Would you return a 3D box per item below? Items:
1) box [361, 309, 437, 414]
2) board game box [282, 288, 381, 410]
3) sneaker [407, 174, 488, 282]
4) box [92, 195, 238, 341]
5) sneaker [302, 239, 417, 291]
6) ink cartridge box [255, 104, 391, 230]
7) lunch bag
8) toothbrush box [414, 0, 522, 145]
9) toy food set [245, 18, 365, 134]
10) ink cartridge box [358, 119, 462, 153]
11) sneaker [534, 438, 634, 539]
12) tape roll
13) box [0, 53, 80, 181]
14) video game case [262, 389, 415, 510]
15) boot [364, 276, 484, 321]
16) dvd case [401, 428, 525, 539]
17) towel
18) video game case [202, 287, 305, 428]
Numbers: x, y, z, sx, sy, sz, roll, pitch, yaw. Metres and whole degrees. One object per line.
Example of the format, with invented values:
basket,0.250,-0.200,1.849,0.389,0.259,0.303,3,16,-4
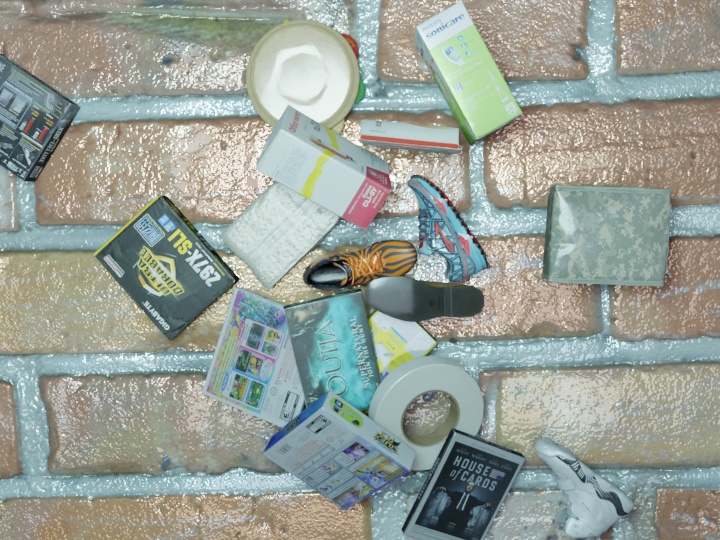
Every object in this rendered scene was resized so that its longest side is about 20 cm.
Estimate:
box,0.023,0.154,1.452,0.117,0.048,0.200,45,93,-2
board game box,-0.043,0.142,1.405,0.135,0.028,0.201,-13,99,-2
sneaker,0.128,-0.067,1.414,0.095,0.079,0.200,-35,92,7
box,-0.334,-0.005,1.454,0.160,0.049,0.200,-41,92,3
sneaker,0.000,0.000,1.407,0.199,0.112,0.078,-16,94,4
ink cartridge box,-0.056,-0.168,1.354,0.200,0.145,0.084,28,113,-13
lunch bag,0.408,-0.058,1.384,0.199,0.118,0.165,3,94,7
toothbrush box,0.171,-0.313,1.359,0.086,0.146,0.201,-28,94,5
toy food set,-0.093,-0.324,1.418,0.200,0.049,0.198,30,95,0
ink cartridge box,0.078,-0.217,1.342,0.161,0.200,0.050,6,94,2
sneaker,0.361,0.383,1.441,0.200,0.075,0.115,37,92,-4
tape roll,0.112,0.242,1.421,0.202,0.037,0.204,-6,111,-15
box,-0.610,-0.273,1.442,0.200,0.050,0.158,33,95,-1
video game case,-0.038,0.304,1.399,0.181,0.046,0.200,38,132,-11
boot,0.102,0.045,1.416,0.199,0.075,0.074,5,98,-9
dvd case,0.178,0.384,1.448,0.150,0.025,0.201,23,98,-19
towel,-0.132,-0.081,1.446,0.200,0.034,0.133,-43,90,4
video game case,-0.163,0.153,1.452,0.181,0.024,0.201,20,97,13
